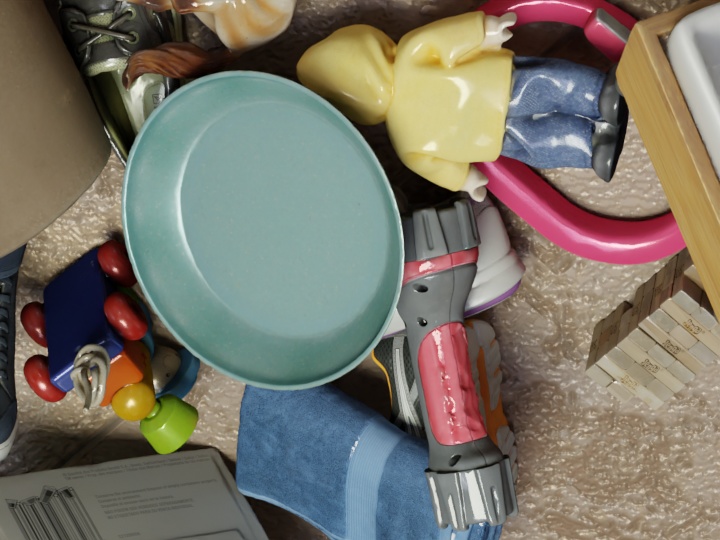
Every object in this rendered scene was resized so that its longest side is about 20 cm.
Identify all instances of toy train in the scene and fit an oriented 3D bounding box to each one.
[{"bbox_3d":[-0.149,0.077,1.709,0.085,0.200,0.116,-38,118,11],"label":"toy train"}]

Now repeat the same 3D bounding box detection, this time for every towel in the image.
[{"bbox_3d":[0.003,0.140,1.751,0.200,0.049,0.112,30,136,26],"label":"towel"}]

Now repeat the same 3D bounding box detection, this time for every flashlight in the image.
[{"bbox_3d":[0.056,0.058,1.633,0.068,0.068,0.201,-10,94,25],"label":"flashlight"}]

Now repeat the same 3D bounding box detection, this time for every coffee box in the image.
[{"bbox_3d":[-0.166,0.267,1.785,0.199,0.200,0.198,-5,131,-31],"label":"coffee box"}]

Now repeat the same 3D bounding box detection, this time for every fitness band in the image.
[{"bbox_3d":[0.139,-0.089,1.646,0.200,0.037,0.144,41,123,-14],"label":"fitness band"}]

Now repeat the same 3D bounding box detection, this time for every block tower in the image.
[{"bbox_3d":[0.229,0.007,1.677,0.054,0.058,0.200,38,123,-14],"label":"block tower"}]

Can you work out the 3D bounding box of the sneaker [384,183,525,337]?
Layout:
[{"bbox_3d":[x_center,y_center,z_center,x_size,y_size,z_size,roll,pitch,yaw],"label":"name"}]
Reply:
[{"bbox_3d":[0.000,0.000,1.703,0.200,0.075,0.100,-20,101,4],"label":"sneaker"}]

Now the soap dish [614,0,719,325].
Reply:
[{"bbox_3d":[0.244,-0.065,1.538,0.081,0.157,0.200,-26,85,56],"label":"soap dish"}]

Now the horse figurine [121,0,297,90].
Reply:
[{"bbox_3d":[-0.068,-0.186,1.599,0.132,0.050,0.200,25,113,-31],"label":"horse figurine"}]

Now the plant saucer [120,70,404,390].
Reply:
[{"bbox_3d":[-0.053,-0.027,1.620,0.200,0.036,0.201,10,110,28],"label":"plant saucer"}]

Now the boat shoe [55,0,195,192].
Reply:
[{"bbox_3d":[-0.147,-0.140,1.645,0.072,0.066,0.201,-11,120,17],"label":"boat shoe"}]

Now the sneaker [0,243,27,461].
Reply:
[{"bbox_3d":[-0.248,0.017,1.690,0.077,0.203,0.147,5,122,-16],"label":"sneaker"}]

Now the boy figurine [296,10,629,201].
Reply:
[{"bbox_3d":[0.061,-0.100,1.597,0.199,0.064,0.125,9,122,13],"label":"boy figurine"}]

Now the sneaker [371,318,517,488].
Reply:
[{"bbox_3d":[0.055,0.115,1.774,0.077,0.078,0.201,7,121,23],"label":"sneaker"}]

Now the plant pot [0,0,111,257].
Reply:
[{"bbox_3d":[-0.244,-0.105,1.604,0.200,0.200,0.175,-31,110,26],"label":"plant pot"}]

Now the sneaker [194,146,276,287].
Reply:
[{"bbox_3d":[-0.060,-0.021,1.710,0.088,0.077,0.200,17,130,-20],"label":"sneaker"}]
